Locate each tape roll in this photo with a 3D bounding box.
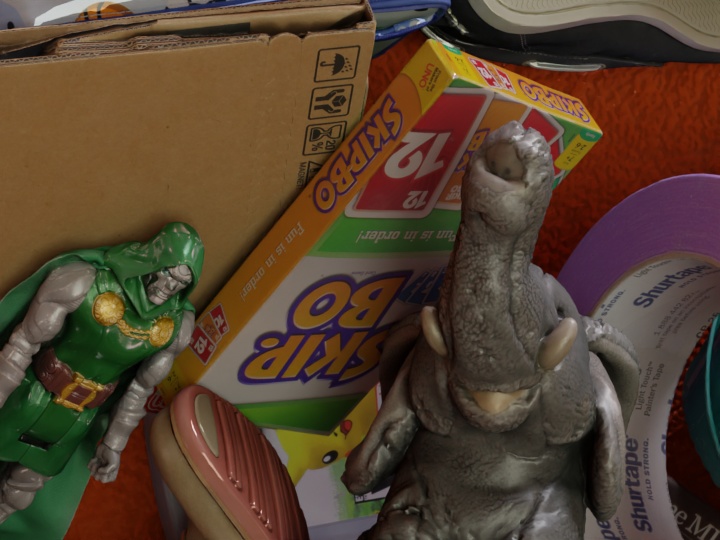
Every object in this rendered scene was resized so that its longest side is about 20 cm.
[{"bbox_3d":[0.145,0.065,0.724,0.065,0.200,0.202,11,95,-30],"label":"tape roll"}]

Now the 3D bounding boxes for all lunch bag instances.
[{"bbox_3d":[-0.071,-0.108,0.697,0.198,0.160,0.076,-11,92,-16],"label":"lunch bag"}]

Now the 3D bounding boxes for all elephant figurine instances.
[{"bbox_3d":[0.054,0.061,0.678,0.141,0.155,0.202,13,83,-30],"label":"elephant figurine"}]

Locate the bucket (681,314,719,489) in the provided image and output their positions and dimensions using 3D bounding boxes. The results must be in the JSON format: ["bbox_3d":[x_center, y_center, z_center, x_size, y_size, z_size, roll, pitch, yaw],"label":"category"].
[{"bbox_3d":[0.253,0.050,0.804,0.206,0.208,0.135,16,126,-20],"label":"bucket"}]

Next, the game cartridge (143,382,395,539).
[{"bbox_3d":[-0.031,0.066,0.807,0.132,0.040,0.202,-8,101,-14],"label":"game cartridge"}]

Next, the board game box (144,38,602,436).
[{"bbox_3d":[0.000,0.000,0.708,0.095,0.030,0.200,13,128,-47],"label":"board game box"}]

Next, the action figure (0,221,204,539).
[{"bbox_3d":[-0.124,0.053,0.688,0.118,0.055,0.200,22,121,-37],"label":"action figure"}]

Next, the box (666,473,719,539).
[{"bbox_3d":[0.105,0.192,0.829,0.201,0.100,0.075,-53,153,-7],"label":"box"}]

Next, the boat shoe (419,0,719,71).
[{"bbox_3d":[0.114,-0.125,0.818,0.199,0.068,0.072,-2,74,-32],"label":"boat shoe"}]

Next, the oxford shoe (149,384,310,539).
[{"bbox_3d":[-0.051,0.128,0.732,0.073,0.071,0.201,-19,129,6],"label":"oxford shoe"}]

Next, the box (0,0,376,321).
[{"bbox_3d":[-0.084,-0.015,0.682,0.162,0.021,0.201,-8,141,-17],"label":"box"}]
